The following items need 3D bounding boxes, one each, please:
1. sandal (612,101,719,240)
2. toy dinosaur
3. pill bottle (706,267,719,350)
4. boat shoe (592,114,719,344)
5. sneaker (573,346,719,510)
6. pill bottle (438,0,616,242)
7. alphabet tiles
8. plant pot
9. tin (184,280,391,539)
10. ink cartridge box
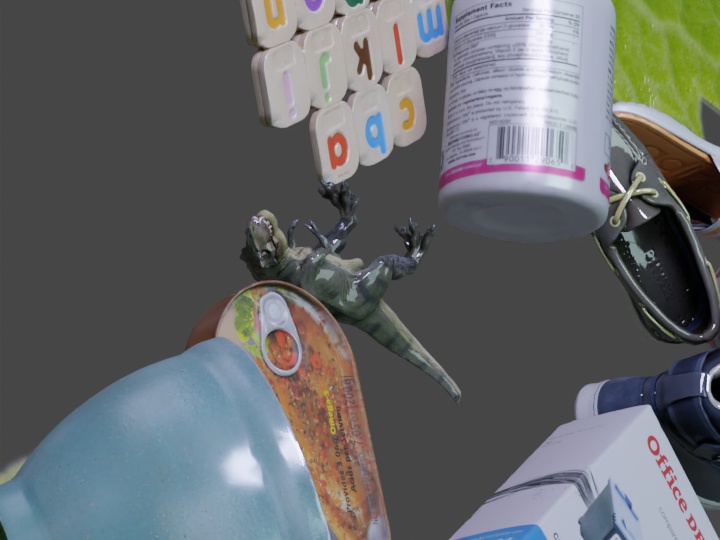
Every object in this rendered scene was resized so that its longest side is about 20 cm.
[{"bbox_3d":[0.244,-0.058,1.415,0.205,0.079,0.060,23,60,-28],"label":"sandal"},{"bbox_3d":[0.000,0.000,1.161,0.199,0.047,0.089,34,62,-34],"label":"toy dinosaur"},{"bbox_3d":[0.316,0.026,1.347,0.109,0.200,0.112,0,84,-3],"label":"pill bottle"},{"bbox_3d":[0.193,-0.037,1.336,0.072,0.060,0.203,-32,102,-9],"label":"boat shoe"},{"bbox_3d":[0.266,0.109,1.315,0.201,0.146,0.078,19,60,-41],"label":"sneaker"},{"bbox_3d":[0.113,-0.129,1.259,0.113,0.113,0.202,19,69,-40],"label":"pill bottle"},{"bbox_3d":[-0.007,-0.163,1.196,0.200,0.014,0.198,-32,118,-49],"label":"alphabet tiles"},{"bbox_3d":[-0.104,0.145,0.907,0.133,0.200,0.202,-14,84,-20],"label":"plant pot"},{"bbox_3d":[-0.043,0.107,1.078,0.111,0.042,0.202,2,73,-49],"label":"tin"},{"bbox_3d":[0.140,0.199,1.193,0.200,0.086,0.147,-38,102,-45],"label":"ink cartridge box"}]
